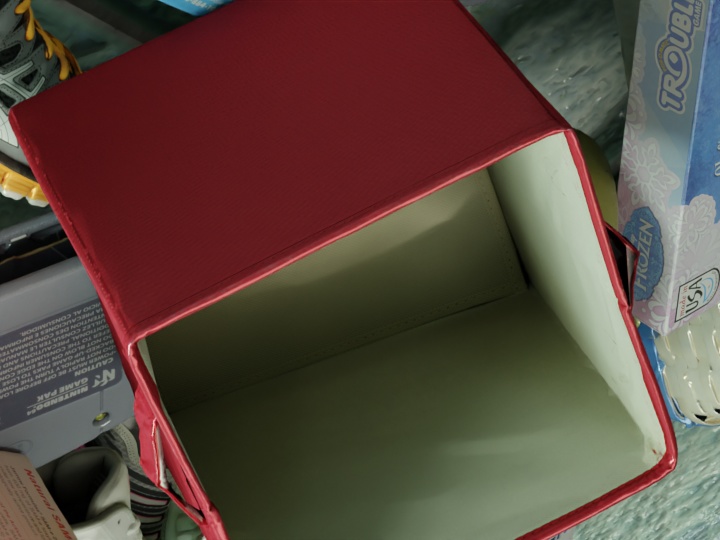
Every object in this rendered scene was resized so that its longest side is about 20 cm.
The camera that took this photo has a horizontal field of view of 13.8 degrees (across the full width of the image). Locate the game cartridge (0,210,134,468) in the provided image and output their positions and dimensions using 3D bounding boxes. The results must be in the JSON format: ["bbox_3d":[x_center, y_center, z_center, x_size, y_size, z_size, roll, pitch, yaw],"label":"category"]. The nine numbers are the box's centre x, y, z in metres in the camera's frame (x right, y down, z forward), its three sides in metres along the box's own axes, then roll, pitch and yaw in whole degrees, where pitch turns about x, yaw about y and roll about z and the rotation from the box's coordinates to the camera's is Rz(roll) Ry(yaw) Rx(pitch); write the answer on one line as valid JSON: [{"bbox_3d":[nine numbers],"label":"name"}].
[{"bbox_3d":[-0.166,0.044,1.243,0.199,0.041,0.133,-21,143,-22],"label":"game cartridge"}]

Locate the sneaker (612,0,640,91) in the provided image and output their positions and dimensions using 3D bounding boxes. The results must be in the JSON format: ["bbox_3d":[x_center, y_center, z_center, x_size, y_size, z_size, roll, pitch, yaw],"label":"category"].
[{"bbox_3d":[0.183,-0.166,1.375,0.146,0.080,0.201,-38,138,-30],"label":"sneaker"}]

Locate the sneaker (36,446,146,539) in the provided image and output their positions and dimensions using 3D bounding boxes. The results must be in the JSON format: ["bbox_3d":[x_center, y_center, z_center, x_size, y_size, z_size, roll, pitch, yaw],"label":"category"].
[{"bbox_3d":[-0.122,0.132,1.371,0.200,0.078,0.100,21,107,-51],"label":"sneaker"}]

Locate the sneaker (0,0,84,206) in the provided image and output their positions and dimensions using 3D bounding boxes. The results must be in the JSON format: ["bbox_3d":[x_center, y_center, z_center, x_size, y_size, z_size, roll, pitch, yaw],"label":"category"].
[{"bbox_3d":[-0.151,-0.085,1.178,0.077,0.078,0.200,-53,145,14],"label":"sneaker"}]

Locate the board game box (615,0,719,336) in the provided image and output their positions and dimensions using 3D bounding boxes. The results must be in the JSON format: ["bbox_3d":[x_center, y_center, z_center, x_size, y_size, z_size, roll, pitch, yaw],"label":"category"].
[{"bbox_3d":[0.199,-0.096,1.341,0.199,0.043,0.201,-29,138,-33],"label":"board game box"}]

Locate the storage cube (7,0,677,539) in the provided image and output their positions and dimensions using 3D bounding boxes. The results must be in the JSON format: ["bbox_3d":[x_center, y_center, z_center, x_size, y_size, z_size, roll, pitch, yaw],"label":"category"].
[{"bbox_3d":[-0.007,0.006,1.140,0.199,0.180,0.171,-27,126,-7],"label":"storage cube"}]

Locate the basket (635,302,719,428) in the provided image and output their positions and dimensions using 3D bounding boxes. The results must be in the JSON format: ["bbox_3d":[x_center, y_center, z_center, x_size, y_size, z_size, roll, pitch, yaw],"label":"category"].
[{"bbox_3d":[0.197,0.004,1.514,0.176,0.200,0.140,-17,109,-24],"label":"basket"}]

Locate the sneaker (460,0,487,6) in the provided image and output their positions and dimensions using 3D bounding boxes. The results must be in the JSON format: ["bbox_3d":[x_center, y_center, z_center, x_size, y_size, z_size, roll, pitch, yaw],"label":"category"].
[{"bbox_3d":[0.067,-0.162,1.280,0.199,0.075,0.088,-23,159,4],"label":"sneaker"}]

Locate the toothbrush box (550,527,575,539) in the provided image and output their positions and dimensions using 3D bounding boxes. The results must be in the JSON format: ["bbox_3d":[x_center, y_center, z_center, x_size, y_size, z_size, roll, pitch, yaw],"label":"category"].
[{"bbox_3d":[0.014,0.162,1.458,0.200,0.086,0.146,-30,142,-43],"label":"toothbrush box"}]

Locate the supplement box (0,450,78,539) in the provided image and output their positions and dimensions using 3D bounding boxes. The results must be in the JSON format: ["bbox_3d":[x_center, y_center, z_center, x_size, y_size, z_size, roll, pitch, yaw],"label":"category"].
[{"bbox_3d":[-0.190,0.131,1.180,0.074,0.126,0.200,-47,147,19],"label":"supplement box"}]

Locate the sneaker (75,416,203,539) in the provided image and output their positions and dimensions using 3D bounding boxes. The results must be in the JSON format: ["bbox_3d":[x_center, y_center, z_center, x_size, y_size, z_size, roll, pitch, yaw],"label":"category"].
[{"bbox_3d":[-0.130,0.102,1.444,0.087,0.074,0.200,-31,153,-15],"label":"sneaker"}]

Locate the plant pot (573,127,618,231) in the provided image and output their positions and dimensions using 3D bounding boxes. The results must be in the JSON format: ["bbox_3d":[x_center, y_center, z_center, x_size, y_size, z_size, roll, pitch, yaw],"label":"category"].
[{"bbox_3d":[0.000,0.000,1.340,0.142,0.200,0.200,24,121,-25],"label":"plant pot"}]

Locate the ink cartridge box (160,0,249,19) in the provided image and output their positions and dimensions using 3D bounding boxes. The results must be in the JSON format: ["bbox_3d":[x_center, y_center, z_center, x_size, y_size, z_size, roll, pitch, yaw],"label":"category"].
[{"bbox_3d":[-0.032,-0.191,1.115,0.200,0.068,0.115,-40,145,25],"label":"ink cartridge box"}]
